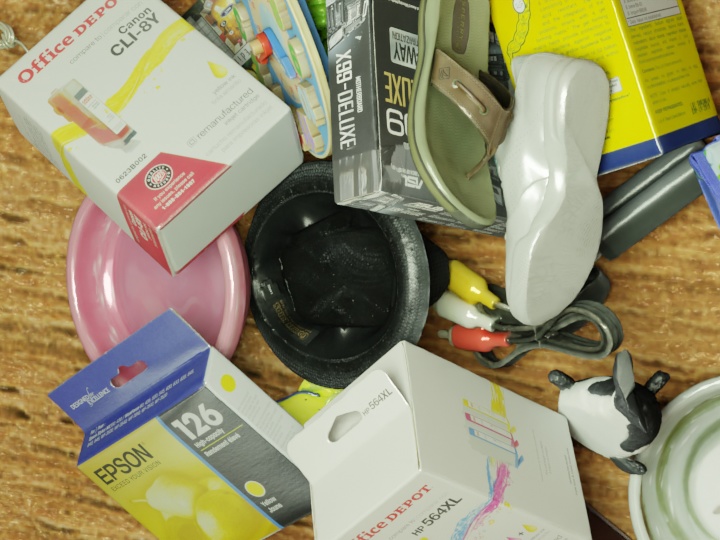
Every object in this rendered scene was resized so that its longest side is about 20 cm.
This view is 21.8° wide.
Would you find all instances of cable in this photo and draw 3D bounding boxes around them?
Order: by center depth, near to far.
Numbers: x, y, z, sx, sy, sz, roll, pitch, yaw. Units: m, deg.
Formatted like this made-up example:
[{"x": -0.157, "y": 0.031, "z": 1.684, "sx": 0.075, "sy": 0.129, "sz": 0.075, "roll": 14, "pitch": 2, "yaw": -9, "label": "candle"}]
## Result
[{"x": 0.125, "y": 0.051, "z": 1.467, "sx": 0.200, "sy": 0.050, "sz": 0.098, "roll": 23, "pitch": 129, "yaw": 52, "label": "cable"}]

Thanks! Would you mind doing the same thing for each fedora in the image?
[{"x": 0.000, "y": 0.000, "z": 1.501, "sx": 0.200, "sy": 0.091, "sz": 0.202, "roll": 7, "pitch": 101, "yaw": 42, "label": "fedora"}]

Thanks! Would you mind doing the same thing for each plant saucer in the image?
[{"x": 0.313, "y": 0.176, "z": 1.483, "sx": 0.199, "sy": 0.050, "sz": 0.201, "roll": 2, "pitch": 97, "yaw": 13, "label": "plant saucer"}, {"x": -0.161, "y": 0.009, "z": 1.549, "sx": 0.200, "sy": 0.051, "sz": 0.202, "roll": 5, "pitch": 98, "yaw": 39, "label": "plant saucer"}]

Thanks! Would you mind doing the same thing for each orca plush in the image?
[{"x": 0.202, "y": 0.091, "z": 1.439, "sx": 0.071, "sy": 0.200, "sz": 0.105, "roll": -42, "pitch": 72, "yaw": -11, "label": "orca plush"}]

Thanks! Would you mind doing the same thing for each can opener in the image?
[{"x": 0.205, "y": -0.028, "z": 1.494, "sx": 0.200, "sy": 0.053, "sz": 0.066, "roll": -42, "pitch": 120, "yaw": 16, "label": "can opener"}]

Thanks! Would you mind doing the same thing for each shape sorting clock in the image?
[{"x": -0.066, "y": -0.179, "z": 1.443, "sx": 0.039, "sy": 0.200, "sz": 0.201, "roll": -27, "pitch": 89, "yaw": -10, "label": "shape sorting clock"}]

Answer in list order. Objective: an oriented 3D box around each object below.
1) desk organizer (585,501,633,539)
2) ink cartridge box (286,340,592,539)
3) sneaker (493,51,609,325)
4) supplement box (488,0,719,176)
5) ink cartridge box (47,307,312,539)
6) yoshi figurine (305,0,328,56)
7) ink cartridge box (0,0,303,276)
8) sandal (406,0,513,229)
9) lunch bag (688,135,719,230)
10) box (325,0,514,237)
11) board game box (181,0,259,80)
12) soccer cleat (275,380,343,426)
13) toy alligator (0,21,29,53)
[{"x": 0.212, "y": 0.267, "z": 1.504, "sx": 0.200, "sy": 0.077, "sz": 0.072, "roll": 39, "pitch": 104, "yaw": 7, "label": "desk organizer"}, {"x": 0.054, "y": 0.159, "z": 1.430, "sx": 0.199, "sy": 0.126, "sz": 0.129, "roll": 25, "pitch": 128, "yaw": -30, "label": "ink cartridge box"}, {"x": 0.130, "y": -0.063, "z": 1.393, "sx": 0.088, "sy": 0.075, "sz": 0.201, "roll": 20, "pitch": 106, "yaw": 45, "label": "sneaker"}, {"x": 0.180, "y": -0.177, "z": 1.430, "sx": 0.109, "sy": 0.109, "sz": 0.201, "roll": -16, "pitch": 92, "yaw": 38, "label": "supplement box"}, {"x": -0.141, "y": 0.144, "z": 1.521, "sx": 0.200, "sy": 0.047, "sz": 0.197, "roll": 41, "pitch": 136, "yaw": -16, "label": "ink cartridge box"}, {"x": -0.006, "y": -0.219, "z": 1.473, "sx": 0.112, "sy": 0.112, "sz": 0.201, "roll": -28, "pitch": 87, "yaw": -2, "label": "yoshi figurine"}, {"x": -0.166, "y": -0.118, "z": 1.469, "sx": 0.145, "sy": 0.083, "sz": 0.200, "roll": -44, "pitch": 67, "yaw": -14, "label": "ink cartridge box"}, {"x": 0.078, "y": -0.130, "z": 1.360, "sx": 0.057, "sy": 0.080, "sz": 0.202, "roll": -12, "pitch": 72, "yaw": 41, "label": "sandal"}, {"x": 0.364, "y": -0.037, "z": 1.404, "sx": 0.169, "sy": 0.127, "sz": 0.201, "roll": -25, "pitch": 78, "yaw": 1, "label": "lunch bag"}, {"x": 0.058, "y": -0.117, "z": 1.418, "sx": 0.050, "sy": 0.200, "sz": 0.159, "roll": -12, "pitch": 75, "yaw": 40, "label": "box"}, {"x": -0.091, "y": -0.194, "z": 1.554, "sx": 0.200, "sy": 0.023, "sz": 0.105, "roll": -43, "pitch": 88, "yaw": 14, "label": "board game box"}, {"x": -0.015, "y": 0.119, "z": 1.551, "sx": 0.199, "sy": 0.065, "sz": 0.084, "roll": -4, "pitch": 79, "yaw": 11, "label": "soccer cleat"}, {"x": -0.232, "y": -0.152, "z": 1.579, "sx": 0.200, "sy": 0.054, "sz": 0.059, "roll": 35, "pitch": 98, "yaw": 18, "label": "toy alligator"}]
